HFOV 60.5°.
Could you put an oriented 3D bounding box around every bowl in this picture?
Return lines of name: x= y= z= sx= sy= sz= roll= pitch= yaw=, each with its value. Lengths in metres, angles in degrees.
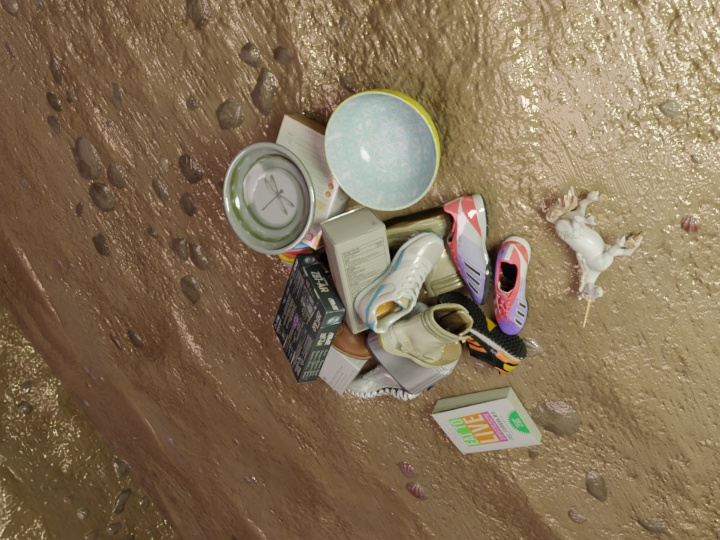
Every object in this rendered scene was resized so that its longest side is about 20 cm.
bowl: x=0.048 y=-0.216 z=1.038 sx=0.196 sy=0.108 sz=0.204 roll=11 pitch=124 yaw=17

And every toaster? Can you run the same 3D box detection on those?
toaster: x=0.116 y=0.162 z=1.263 sx=0.201 sy=0.114 sz=0.129 roll=49 pitch=133 yaw=-5

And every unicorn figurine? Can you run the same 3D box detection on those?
unicorn figurine: x=0.367 y=-0.034 z=0.977 sx=0.203 sy=0.073 sz=0.137 roll=60 pitch=146 yaw=6

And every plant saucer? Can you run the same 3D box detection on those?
plant saucer: x=-0.161 y=-0.133 z=1.137 sx=0.196 sy=0.050 sz=0.205 roll=6 pitch=104 yaw=24

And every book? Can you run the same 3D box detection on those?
book: x=0.268 y=0.325 z=1.319 sx=0.198 sy=0.048 sz=0.135 roll=-24 pitch=108 yaw=42

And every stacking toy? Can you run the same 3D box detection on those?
stacking toy: x=-0.140 y=-0.043 z=1.325 sx=0.107 sy=0.118 sz=0.202 roll=-5 pitch=146 yaw=-7

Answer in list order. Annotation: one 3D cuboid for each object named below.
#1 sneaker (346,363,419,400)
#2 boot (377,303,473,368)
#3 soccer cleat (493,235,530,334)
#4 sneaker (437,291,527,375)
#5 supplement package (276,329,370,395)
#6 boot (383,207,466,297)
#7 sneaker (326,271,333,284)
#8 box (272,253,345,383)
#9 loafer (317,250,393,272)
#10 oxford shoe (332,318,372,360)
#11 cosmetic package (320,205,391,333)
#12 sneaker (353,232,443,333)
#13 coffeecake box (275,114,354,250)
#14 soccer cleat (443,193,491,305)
sneaker: x=0.048 y=0.245 z=1.409 sx=0.196 sy=0.075 sz=0.083 roll=-7 pitch=106 yaw=33
boot: x=0.149 y=0.117 z=1.111 sx=0.197 sy=0.074 sz=0.153 roll=18 pitch=149 yaw=-35
soccer cleat: x=0.262 y=0.041 z=1.096 sx=0.067 sy=0.073 sz=0.204 roll=15 pitch=128 yaw=27
sneaker: x=0.219 y=0.128 z=1.191 sx=0.198 sy=0.070 sz=0.091 roll=36 pitch=132 yaw=7
supplement package: x=-0.070 y=0.152 z=1.386 sx=0.199 sy=0.120 sz=0.122 roll=39 pitch=136 yaw=7
boot: x=0.099 y=-0.024 z=1.169 sx=0.196 sy=0.073 sz=0.158 roll=-11 pitch=109 yaw=34
sneaker: x=-0.018 y=0.049 z=1.300 sx=0.196 sy=0.085 sz=0.079 roll=8 pitch=125 yaw=33
box: x=-0.107 y=0.094 z=1.216 sx=0.161 sy=0.043 sz=0.203 roll=57 pitch=138 yaw=39
loafer: x=0.004 y=-0.002 z=1.240 sx=0.196 sy=0.063 sz=0.074 roll=12 pitch=90 yaw=23
oxford shoe: x=-0.048 y=0.113 z=1.287 sx=0.199 sy=0.072 sz=0.071 roll=38 pitch=157 yaw=4
cosmetic package: x=0.000 y=0.000 z=1.126 sx=0.088 sy=0.101 sz=0.203 roll=-127 pitch=22 yaw=-51
sneaker: x=0.079 y=0.023 z=1.072 sx=0.076 sy=0.201 sz=0.081 roll=36 pitch=-171 yaw=-37
coffeecake box: x=-0.098 y=-0.168 z=1.168 sx=0.151 sy=0.073 sz=0.203 roll=29 pitch=112 yaw=15
soccer cleat: x=0.187 y=-0.032 z=1.078 sx=0.071 sy=0.069 sz=0.204 roll=-8 pitch=115 yaw=3
